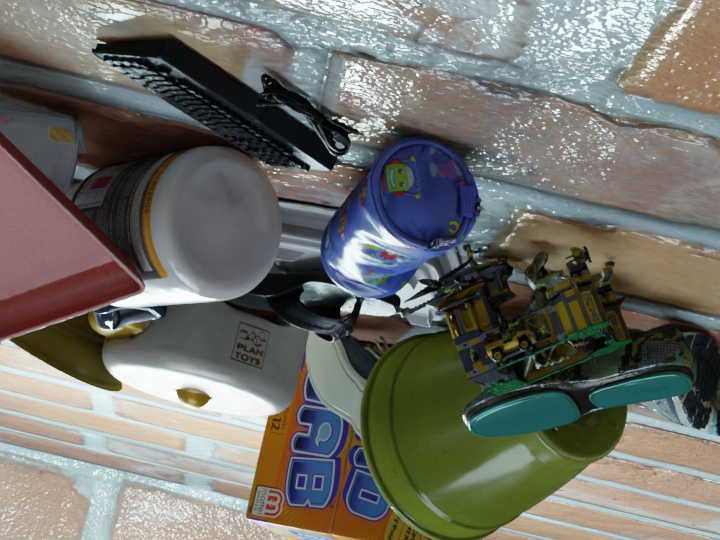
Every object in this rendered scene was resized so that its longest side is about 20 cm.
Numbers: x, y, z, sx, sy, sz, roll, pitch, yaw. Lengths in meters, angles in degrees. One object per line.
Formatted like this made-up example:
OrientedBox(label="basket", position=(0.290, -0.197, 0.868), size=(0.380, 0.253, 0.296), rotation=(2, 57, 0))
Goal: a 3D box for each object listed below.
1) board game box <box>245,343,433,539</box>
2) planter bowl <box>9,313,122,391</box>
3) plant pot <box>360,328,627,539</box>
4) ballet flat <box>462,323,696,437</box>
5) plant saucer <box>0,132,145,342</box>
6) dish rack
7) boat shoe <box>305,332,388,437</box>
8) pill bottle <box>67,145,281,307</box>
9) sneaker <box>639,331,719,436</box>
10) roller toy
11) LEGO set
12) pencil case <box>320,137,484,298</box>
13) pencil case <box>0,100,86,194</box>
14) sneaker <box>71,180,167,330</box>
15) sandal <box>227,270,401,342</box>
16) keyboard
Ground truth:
OrientedBox(label="board game box", position=(0.022, 0.201, 2.009), size=(0.198, 0.202, 0.200), rotation=(7, 165, 21))
OrientedBox(label="planter bowl", position=(-0.287, 0.024, 1.781), size=(0.199, 0.084, 0.200), rotation=(35, -176, -3))
OrientedBox(label="plant pot", position=(0.134, 0.131, 1.711), size=(0.199, 0.203, 0.192), rotation=(21, 152, -30))
OrientedBox(label="ballet flat", position=(0.180, 0.088, 1.569), size=(0.198, 0.075, 0.074), rotation=(-12, 160, 12))
OrientedBox(label="plant saucer", position=(-0.286, -0.028, 1.371), size=(0.198, 0.037, 0.200), rotation=(-18, 134, 27))
OrientedBox(label="dish rack", position=(0.000, 0.000, 1.584), size=(0.170, 0.044, 0.200), rotation=(10, 166, 12))
OrientedBox(label="boat shoe", position=(0.006, 0.107, 1.852), size=(0.061, 0.076, 0.200), rotation=(-4, -159, -26))
OrientedBox(label="pill bottle", position=(-0.160, -0.030, 1.460), size=(0.116, 0.118, 0.199), rotation=(23, 163, -36))
OrientedBox(label="sneaker", position=(0.274, 0.102, 1.671), size=(0.085, 0.078, 0.200), rotation=(10, 166, 24))
OrientedBox(label="roller toy", position=(-0.140, 0.056, 1.722), size=(0.180, 0.141, 0.200), rotation=(9, 165, 14))
OrientedBox(label="LEGO set", position=(0.126, 0.018, 1.472), size=(0.153, 0.117, 0.200), rotation=(-25, 167, 19))
OrientedBox(label="pencil case", position=(0.028, -0.034, 1.354), size=(0.086, 0.079, 0.200), rotation=(13, 166, -9))
OrientedBox(label="pencil case", position=(-0.306, -0.099, 1.392), size=(0.198, 0.092, 0.083), rotation=(18, -168, -15))
OrientedBox(label="sneaker", position=(-0.246, -0.015, 1.605), size=(0.198, 0.110, 0.070), rotation=(12, 165, 3))
OrientedBox(label="sandal", position=(-0.044, 0.033, 1.561), size=(0.199, 0.049, 0.075), rotation=(0, 161, 45))
OrientedBox(label="keyboard", position=(-0.079, -0.109, 1.284), size=(0.126, 0.021, 0.199), rotation=(2, 163, 36))
